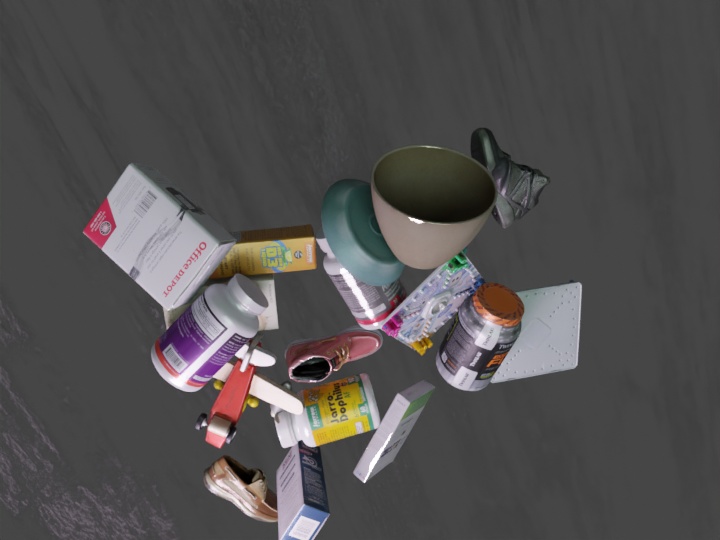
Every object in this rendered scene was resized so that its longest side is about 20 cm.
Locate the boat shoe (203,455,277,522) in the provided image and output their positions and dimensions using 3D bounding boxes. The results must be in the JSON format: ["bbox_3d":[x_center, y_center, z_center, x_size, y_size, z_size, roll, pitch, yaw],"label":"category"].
[{"bbox_3d":[-0.230,0.454,1.251,0.199,0.076,0.074,37,97,-22],"label":"boat shoe"}]

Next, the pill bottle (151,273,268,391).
[{"bbox_3d":[-0.250,0.102,1.011,0.200,0.113,0.112,-44,112,8],"label":"pill bottle"}]

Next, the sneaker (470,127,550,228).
[{"bbox_3d":[0.274,-0.187,1.099,0.113,0.076,0.201,-29,116,0],"label":"sneaker"}]

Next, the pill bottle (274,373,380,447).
[{"bbox_3d":[-0.067,0.284,1.194,0.198,0.113,0.114,-15,113,-4],"label":"pill bottle"}]

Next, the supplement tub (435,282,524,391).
[{"bbox_3d":[0.231,0.128,1.154,0.121,0.123,0.201,7,132,-13],"label":"supplement tub"}]

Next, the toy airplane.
[{"bbox_3d":[-0.225,0.207,1.122,0.197,0.141,0.202,-22,91,3],"label":"toy airplane"}]

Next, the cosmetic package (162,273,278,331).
[{"bbox_3d":[-0.253,0.059,1.095,0.197,0.073,0.105,-7,112,-7],"label":"cosmetic package"}]

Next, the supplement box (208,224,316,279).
[{"bbox_3d":[-0.179,-0.034,1.076,0.198,0.069,0.067,-7,113,-9],"label":"supplement box"}]

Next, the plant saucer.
[{"bbox_3d":[0.021,-0.074,1.036,0.200,0.201,0.036,41,137,-22],"label":"plant saucer"}]

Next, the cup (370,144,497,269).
[{"bbox_3d":[0.109,-0.088,0.975,0.198,0.202,0.144,-3,136,-9],"label":"cup"}]

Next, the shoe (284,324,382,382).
[{"bbox_3d":[-0.047,0.166,1.163,0.198,0.091,0.072,-9,113,-7],"label":"shoe"}]

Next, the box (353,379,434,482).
[{"bbox_3d":[0.071,0.325,1.228,0.036,0.144,0.201,34,106,22],"label":"box"}]

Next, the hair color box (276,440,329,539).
[{"bbox_3d":[-0.119,0.441,1.197,0.060,0.200,0.101,28,104,-19],"label":"hair color box"}]

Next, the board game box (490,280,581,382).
[{"bbox_3d":[0.360,0.127,1.253,0.198,0.026,0.202,-9,112,-8],"label":"board game box"}]

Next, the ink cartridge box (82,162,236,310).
[{"bbox_3d":[-0.328,-0.056,0.990,0.200,0.083,0.146,41,100,4],"label":"ink cartridge box"}]

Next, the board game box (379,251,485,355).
[{"bbox_3d":[0.148,0.068,1.132,0.200,0.026,0.200,-44,149,5],"label":"board game box"}]

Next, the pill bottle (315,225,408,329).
[{"bbox_3d":[0.000,0.000,1.098,0.110,0.111,0.201,-30,113,2],"label":"pill bottle"}]

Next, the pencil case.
[{"bbox_3d":[0.140,-0.113,1.095,0.091,0.085,0.202,-15,112,-3],"label":"pencil case"}]
